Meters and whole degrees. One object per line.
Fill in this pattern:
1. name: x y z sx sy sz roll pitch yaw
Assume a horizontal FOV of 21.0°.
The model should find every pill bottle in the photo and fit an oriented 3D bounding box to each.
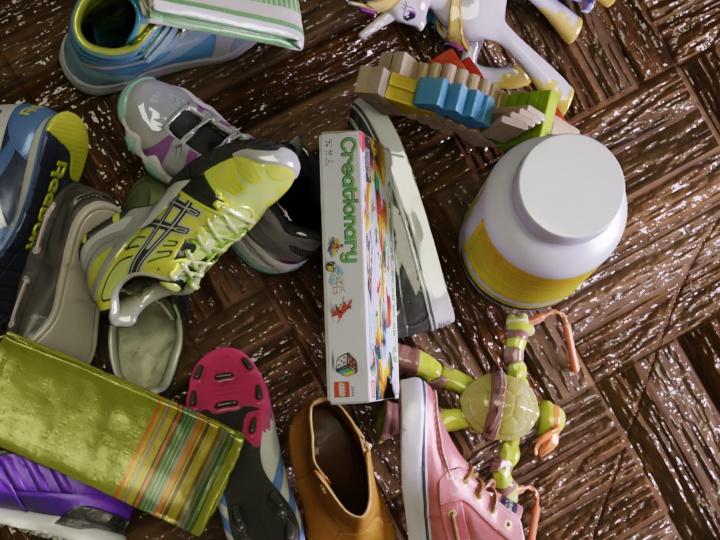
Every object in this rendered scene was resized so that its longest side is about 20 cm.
1. pill bottle: 0.144 -0.040 1.515 0.112 0.200 0.112 1 78 -6

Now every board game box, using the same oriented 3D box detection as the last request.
1. board game box: 0.000 0.000 1.474 0.035 0.126 0.200 -2 88 11

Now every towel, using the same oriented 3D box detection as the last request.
1. towel: -0.193 0.123 1.468 0.200 0.018 0.086 24 91 -1
2. towel: -0.128 -0.259 1.535 0.152 0.023 0.200 6 48 -34

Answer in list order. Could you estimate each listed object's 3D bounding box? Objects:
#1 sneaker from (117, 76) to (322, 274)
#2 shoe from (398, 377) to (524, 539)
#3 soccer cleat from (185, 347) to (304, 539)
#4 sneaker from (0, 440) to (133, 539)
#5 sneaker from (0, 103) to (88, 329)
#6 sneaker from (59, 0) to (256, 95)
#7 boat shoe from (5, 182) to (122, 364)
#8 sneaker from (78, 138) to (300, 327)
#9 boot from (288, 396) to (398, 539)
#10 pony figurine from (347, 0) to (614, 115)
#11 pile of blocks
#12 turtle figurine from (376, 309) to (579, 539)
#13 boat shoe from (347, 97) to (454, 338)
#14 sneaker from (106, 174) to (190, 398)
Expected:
1. sneaker: -0.090 -0.089 1.509 0.200 0.140 0.078 42 63 -14
2. shoe: 0.079 0.173 1.505 0.091 0.071 0.200 -5 110 2
3. soccer cleat: -0.092 0.159 1.532 0.070 0.086 0.200 -14 60 -6
4. sneaker: -0.266 0.149 1.506 0.200 0.070 0.100 17 82 -13
5. sneaker: -0.286 -0.040 1.531 0.082 0.074 0.200 23 89 25
6. sneaker: -0.142 -0.205 1.543 0.200 0.131 0.080 -27 85 -11
7. boat shoe: -0.239 0.026 1.525 0.067 0.057 0.200 11 108 -40
8. sneaker: -0.120 -0.025 1.437 0.200 0.075 0.076 -34 53 26
9. boot: -0.007 0.196 1.493 0.071 0.144 0.201 -21 85 -9
10. pony figurine: 0.106 -0.243 1.581 0.200 0.167 0.193 24 90 -19
11. pile of blocks: 0.097 -0.139 1.539 0.200 0.082 0.062 18 75 -17
12. turtle figurine: 0.096 0.119 1.557 0.161 0.064 0.200 9 81 -6
13. boat shoe: 0.017 -0.044 1.568 0.064 0.071 0.200 -17 81 -5
14. sneaker: -0.161 0.017 1.526 0.067 0.090 0.200 7 81 -9
